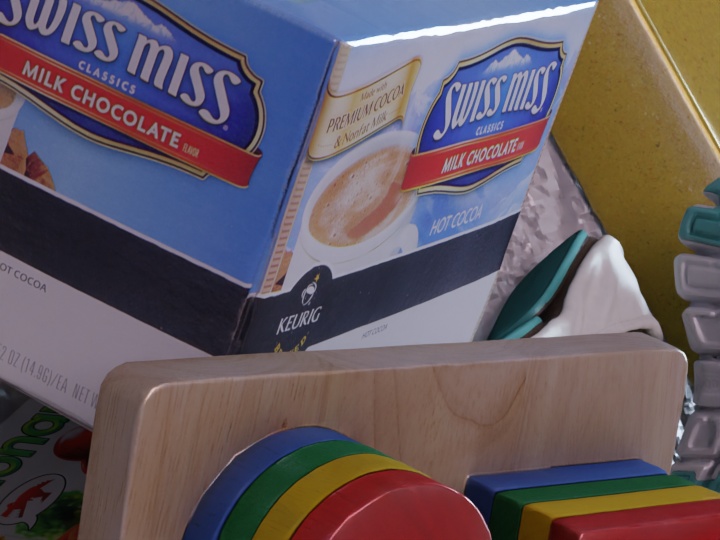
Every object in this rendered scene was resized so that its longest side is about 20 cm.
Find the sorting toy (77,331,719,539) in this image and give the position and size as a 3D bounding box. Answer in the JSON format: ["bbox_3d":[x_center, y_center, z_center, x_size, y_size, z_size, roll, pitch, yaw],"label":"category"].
[{"bbox_3d":[0.016,0.126,0.807,0.199,0.070,0.200,-2,107,-40],"label":"sorting toy"}]

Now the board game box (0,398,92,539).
[{"bbox_3d":[-0.073,0.084,0.898,0.200,0.126,0.035,-46,135,-53],"label":"board game box"}]

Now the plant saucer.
[{"bbox_3d":[0.165,-0.076,1.225,0.200,0.048,0.200,-31,92,-41],"label":"plant saucer"}]

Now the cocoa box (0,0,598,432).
[{"bbox_3d":[-0.038,-0.042,0.875,0.133,0.131,0.200,27,18,19],"label":"cocoa box"}]

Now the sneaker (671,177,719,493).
[{"bbox_3d":[0.165,0.064,1.129,0.091,0.077,0.200,7,91,-50],"label":"sneaker"}]

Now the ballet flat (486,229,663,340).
[{"bbox_3d":[0.064,0.045,1.056,0.069,0.069,0.200,56,31,-5],"label":"ballet flat"}]
